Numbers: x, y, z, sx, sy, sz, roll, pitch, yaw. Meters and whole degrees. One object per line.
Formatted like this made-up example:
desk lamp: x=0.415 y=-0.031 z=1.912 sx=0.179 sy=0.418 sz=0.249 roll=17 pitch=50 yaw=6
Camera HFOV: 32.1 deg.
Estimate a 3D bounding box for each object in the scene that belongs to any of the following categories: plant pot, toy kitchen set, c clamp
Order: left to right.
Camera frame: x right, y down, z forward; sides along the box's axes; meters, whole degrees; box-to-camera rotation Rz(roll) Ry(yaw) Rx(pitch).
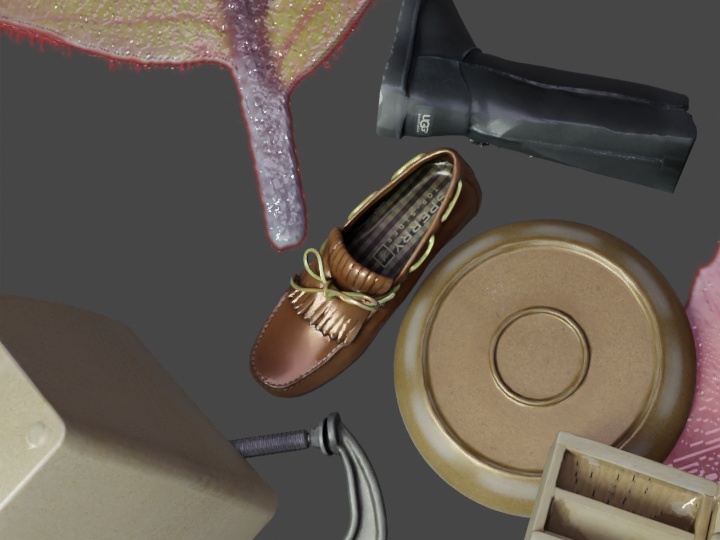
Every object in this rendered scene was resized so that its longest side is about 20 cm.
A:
plant pot: x=-0.208 y=0.131 z=0.764 sx=0.200 sy=0.177 sz=0.200 roll=-47 pitch=59 yaw=-2
c clamp: x=-0.080 y=0.142 z=0.833 sx=0.198 sy=0.027 sz=0.172 roll=-4 pitch=73 yaw=12
plant pot: x=0.117 y=0.058 z=0.814 sx=0.198 sy=0.027 sz=0.202 roll=-4 pitch=72 yaw=12
toy kitchen set: x=0.180 y=0.163 z=0.645 sx=0.179 sy=0.200 sz=0.164 roll=18 pitch=63 yaw=6

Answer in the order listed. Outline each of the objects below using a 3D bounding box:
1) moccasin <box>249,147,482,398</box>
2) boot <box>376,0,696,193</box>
moccasin: x=0.001 y=0.001 z=0.828 sx=0.201 sy=0.078 sz=0.074 roll=-42 pitch=68 yaw=1
boot: x=0.120 y=-0.128 z=0.842 sx=0.198 sy=0.066 sz=0.165 roll=8 pitch=44 yaw=5
